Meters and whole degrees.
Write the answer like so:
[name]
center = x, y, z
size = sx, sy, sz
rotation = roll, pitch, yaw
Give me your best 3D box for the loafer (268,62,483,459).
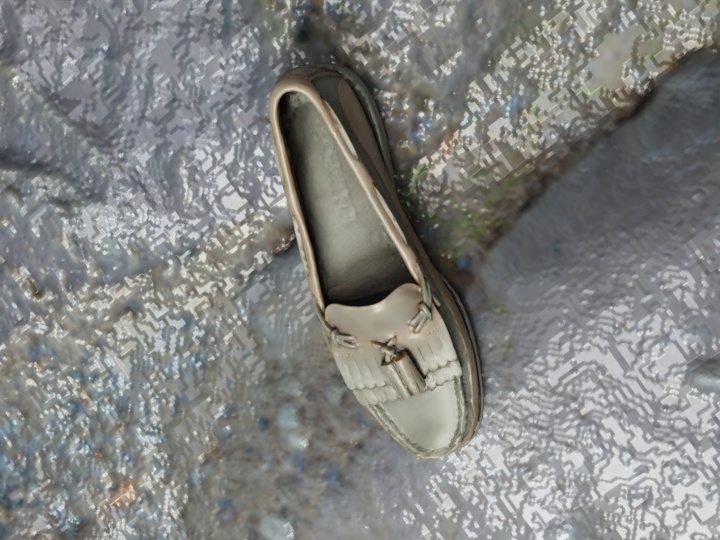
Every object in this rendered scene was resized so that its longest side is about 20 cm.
[loafer]
center = 0.000, 0.000, 0.660
size = 0.071, 0.063, 0.202
rotation = -20, 93, 15
